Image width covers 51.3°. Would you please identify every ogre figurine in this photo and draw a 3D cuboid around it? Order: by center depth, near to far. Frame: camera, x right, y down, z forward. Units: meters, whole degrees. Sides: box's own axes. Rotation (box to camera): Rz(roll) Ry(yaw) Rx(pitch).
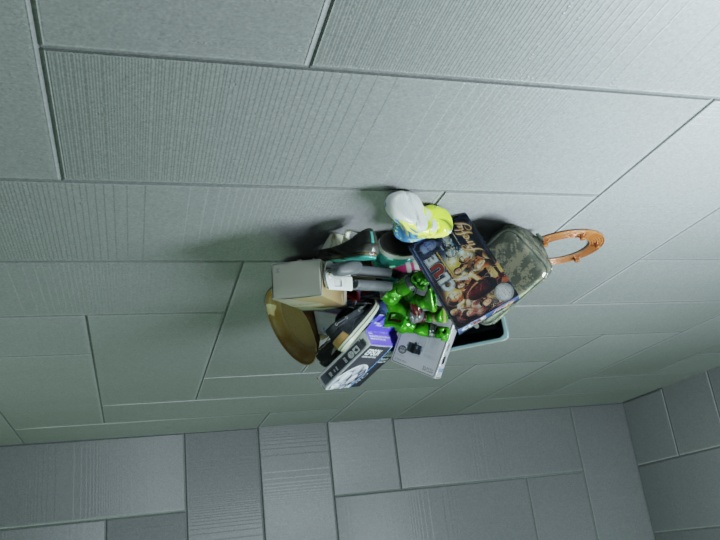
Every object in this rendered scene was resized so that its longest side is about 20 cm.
[{"bbox_3d":[0.111,0.079,1.578,0.119,0.099,0.200,-4,156,22],"label":"ogre figurine"}]

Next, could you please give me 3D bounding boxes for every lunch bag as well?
[{"bbox_3d":[0.297,0.005,1.570,0.200,0.140,0.168,-45,170,21],"label":"lunch bag"}]

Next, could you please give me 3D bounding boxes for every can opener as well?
[{"bbox_3d":[0.006,0.012,1.449,0.067,0.054,0.199,-9,171,40],"label":"can opener"}]

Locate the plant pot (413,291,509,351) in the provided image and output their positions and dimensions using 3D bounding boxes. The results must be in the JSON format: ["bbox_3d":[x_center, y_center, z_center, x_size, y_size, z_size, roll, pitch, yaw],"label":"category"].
[{"bbox_3d":[0.252,0.091,1.792,0.195,0.198,0.200,-14,169,17],"label":"plant pot"}]

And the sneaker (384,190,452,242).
[{"bbox_3d":[0.086,-0.088,1.408,0.105,0.076,0.199,-21,156,34],"label":"sneaker"}]

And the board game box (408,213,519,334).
[{"bbox_3d":[0.199,0.005,1.461,0.135,0.201,0.035,-30,157,0],"label":"board game box"}]

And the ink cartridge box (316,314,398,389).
[{"bbox_3d":[0.018,0.183,1.665,0.200,0.043,0.198,-46,159,12],"label":"ink cartridge box"}]

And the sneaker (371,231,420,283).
[{"bbox_3d":[0.106,-0.017,1.585,0.198,0.084,0.121,10,150,-23],"label":"sneaker"}]

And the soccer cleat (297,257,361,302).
[{"bbox_3d":[-0.078,0.024,1.644,0.199,0.077,0.067,9,153,-39],"label":"soccer cleat"}]

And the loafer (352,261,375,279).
[{"bbox_3d":[0.000,0.000,1.621,0.199,0.068,0.076,8,154,-36],"label":"loafer"}]

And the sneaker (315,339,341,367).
[{"bbox_3d":[-0.037,0.185,1.727,0.074,0.085,0.200,-33,-177,22],"label":"sneaker"}]

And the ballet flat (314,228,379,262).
[{"bbox_3d":[-0.029,-0.043,1.486,0.068,0.069,0.199,9,166,-38],"label":"ballet flat"}]

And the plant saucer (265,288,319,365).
[{"bbox_3d":[-0.153,0.126,1.766,0.035,0.201,0.200,-28,171,-31],"label":"plant saucer"}]

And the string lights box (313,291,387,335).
[{"bbox_3d":[0.006,0.098,1.708,0.199,0.059,0.102,-16,-168,-34],"label":"string lights box"}]

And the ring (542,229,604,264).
[{"bbox_3d":[0.462,-0.045,1.727,0.199,0.019,0.201,-7,160,-3],"label":"ring"}]

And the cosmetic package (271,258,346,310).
[{"bbox_3d":[-0.098,0.032,1.488,0.104,0.072,0.200,-5,170,13],"label":"cosmetic package"}]

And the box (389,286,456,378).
[{"bbox_3d":[0.157,0.129,1.683,0.116,0.202,0.060,18,180,21],"label":"box"}]

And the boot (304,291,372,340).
[{"bbox_3d":[-0.053,0.077,1.796,0.199,0.108,0.075,-31,-172,-14],"label":"boot"}]

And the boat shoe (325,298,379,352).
[{"bbox_3d":[-0.015,0.100,1.556,0.075,0.062,0.200,-53,176,30],"label":"boat shoe"}]
